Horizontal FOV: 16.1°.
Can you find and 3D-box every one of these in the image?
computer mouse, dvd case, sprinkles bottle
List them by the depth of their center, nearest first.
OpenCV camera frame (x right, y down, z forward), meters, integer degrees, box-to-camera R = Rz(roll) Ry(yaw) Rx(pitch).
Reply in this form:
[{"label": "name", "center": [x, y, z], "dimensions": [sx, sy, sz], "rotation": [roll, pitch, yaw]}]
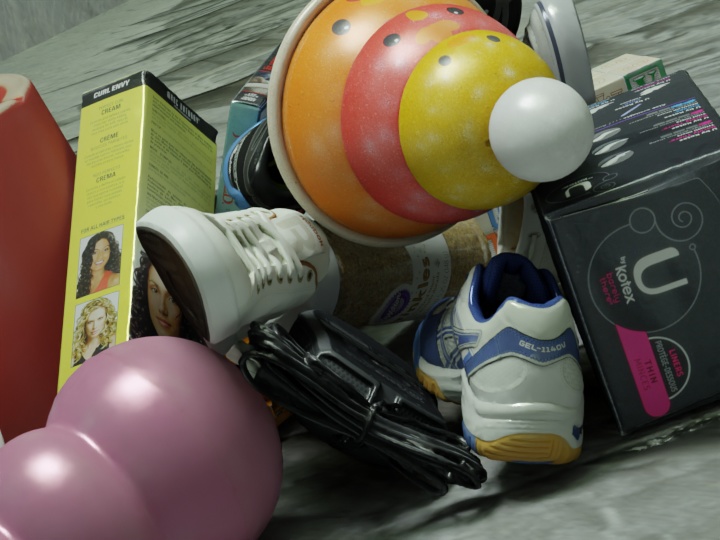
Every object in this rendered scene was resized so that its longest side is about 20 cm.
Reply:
[{"label": "computer mouse", "center": [-0.008, 0.069, 1.301], "dimensions": [0.053, 0.138, 0.200], "rotation": [-57, 4, 6]}, {"label": "sprinkles bottle", "center": [0.000, 0.000, 1.470], "dimensions": [0.068, 0.069, 0.200], "rotation": [-12, -3, 33]}, {"label": "dvd case", "center": [-0.051, -0.071, 1.536], "dimensions": [0.022, 0.147, 0.200], "rotation": [14, 28, 8]}]

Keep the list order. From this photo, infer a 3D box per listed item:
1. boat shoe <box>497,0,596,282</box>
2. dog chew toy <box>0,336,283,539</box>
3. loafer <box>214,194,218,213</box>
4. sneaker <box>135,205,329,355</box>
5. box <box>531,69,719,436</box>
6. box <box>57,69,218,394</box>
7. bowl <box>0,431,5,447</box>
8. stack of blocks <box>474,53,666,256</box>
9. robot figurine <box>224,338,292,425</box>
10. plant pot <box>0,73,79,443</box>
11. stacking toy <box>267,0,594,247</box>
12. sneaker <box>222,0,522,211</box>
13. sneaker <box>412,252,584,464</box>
[{"label": "boat shoe", "center": [0.098, -0.069, 1.456], "dimensions": [0.069, 0.201, 0.071], "rotation": [-9, 46, -4]}, {"label": "dog chew toy", "center": [-0.133, 0.122, 1.248], "dimensions": [0.200, 0.125, 0.124], "rotation": [-39, 20, -27]}, {"label": "loafer", "center": [-0.126, -0.011, 1.550], "dimensions": [0.071, 0.074, 0.200], "rotation": [16, -10, -7]}, {"label": "sneaker", "center": [-0.060, -0.010, 1.281], "dimensions": [0.084, 0.073, 0.200], "rotation": [-32, -5, -4]}, {"label": "box", "center": [0.151, -0.015, 1.312], "dimensions": [0.105, 0.123, 0.200], "rotation": [-20, 14, 4]}, {"label": "box", "center": [-0.121, -0.007, 1.401], "dimensions": [0.050, 0.075, 0.201], "rotation": [-18, 54, 27]}, {"label": "bowl", "center": [-0.239, 0.112, 1.321], "dimensions": [0.094, 0.202, 0.200], "rotation": [-9, 7, -28]}, {"label": "stack of blocks", "center": [0.103, -0.072, 1.613], "dimensions": [0.199, 0.116, 0.059], "rotation": [-24, 14, -12]}, {"label": "robot figurine", "center": [-0.111, 0.077, 1.491], "dimensions": [0.199, 0.059, 0.145], "rotation": [-11, 18, 38]}, {"label": "plant pot", "center": [-0.224, -0.004, 1.448], "dimensions": [0.199, 0.178, 0.201], "rotation": [-17, 17, 6]}, {"label": "stacking toy", "center": [0.056, -0.077, 1.256], "dimensions": [0.146, 0.147, 0.200], "rotation": [-27, 18, -24]}, {"label": "sneaker", "center": [0.013, -0.095, 1.394], "dimensions": [0.199, 0.071, 0.083], "rotation": [-39, 12, -5]}, {"label": "sneaker", "center": [0.076, 0.030, 1.288], "dimensions": [0.075, 0.089, 0.200], "rotation": [1, 12, -12]}]
